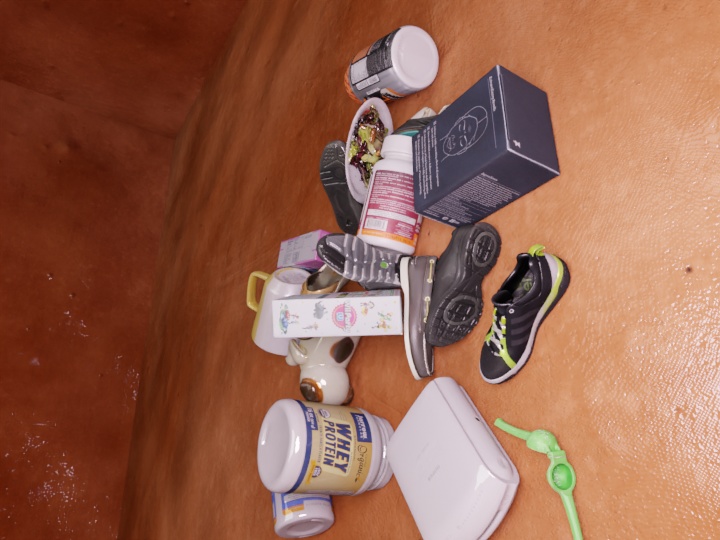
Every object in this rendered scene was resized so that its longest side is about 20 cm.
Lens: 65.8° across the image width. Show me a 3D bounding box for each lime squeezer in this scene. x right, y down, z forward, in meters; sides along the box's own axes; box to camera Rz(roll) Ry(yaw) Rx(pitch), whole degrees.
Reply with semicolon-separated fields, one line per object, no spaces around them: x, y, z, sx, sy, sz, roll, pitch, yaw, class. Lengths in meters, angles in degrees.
0.218;0.237;0.659;0.071;0.038;0.200;-59;35;25;lime squeezer

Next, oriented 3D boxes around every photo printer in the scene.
0.123;0.274;0.768;0.167;0.069;0.200;-61;33;23;photo printer

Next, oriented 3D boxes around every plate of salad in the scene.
0.029;-0.226;1.065;0.048;0.200;0.200;14;89;26;plate of salad

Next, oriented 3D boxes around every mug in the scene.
-0.171;0.076;1.197;0.149;0.186;0.153;-72;-7;-65;mug

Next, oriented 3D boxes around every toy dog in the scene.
-0.057;0.165;1.079;0.194;0.139;0.200;0;77;40;toy dog

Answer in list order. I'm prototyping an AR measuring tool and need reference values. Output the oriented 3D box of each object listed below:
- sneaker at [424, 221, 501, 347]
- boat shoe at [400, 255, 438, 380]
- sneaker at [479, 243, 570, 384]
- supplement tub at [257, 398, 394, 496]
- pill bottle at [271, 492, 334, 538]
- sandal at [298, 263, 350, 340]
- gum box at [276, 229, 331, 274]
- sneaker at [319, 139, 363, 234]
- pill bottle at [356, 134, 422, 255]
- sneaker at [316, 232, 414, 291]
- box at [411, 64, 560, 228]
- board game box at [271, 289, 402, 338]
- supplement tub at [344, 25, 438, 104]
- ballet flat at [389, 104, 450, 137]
0.146;0.021;0.856;0.200;0.076;0.091;-66;24;-3;sneaker
0.103;0.072;0.892;0.060;0.072;0.202;-8;75;17;boat shoe
0.194;0.056;0.735;0.072;0.083;0.200;45;116;56;sneaker
-0.054;0.295;0.921;0.144;0.200;0.145;-31;51;50;supplement tub
-0.119;0.394;1.072;0.112;0.112;0.200;-51;37;35;pill bottle
-0.072;0.032;1.024;0.080;0.054;0.200;29;82;33;sandal
-0.092;-0.030;1.215;0.200;0.113;0.066;-9;69;57;gum box
-0.021;-0.184;1.130;0.076;0.200;0.114;0;38;26;sneaker
0.065;-0.134;1.009;0.110;0.109;0.200;8;84;59;pill bottle
0.000;0.000;0.977;0.115;0.200;0.075;-29;47;60;sneaker
0.179;-0.177;0.842;0.200;0.107;0.149;-32;50;50;box
-0.031;0.069;0.917;0.148;0.200;0.064;-21;-73;-85;board game box
0.056;-0.408;1.136;0.200;0.122;0.123;5;81;60;supplement tub
0.136;-0.259;1.001;0.200;0.068;0.068;8;72;49;ballet flat
